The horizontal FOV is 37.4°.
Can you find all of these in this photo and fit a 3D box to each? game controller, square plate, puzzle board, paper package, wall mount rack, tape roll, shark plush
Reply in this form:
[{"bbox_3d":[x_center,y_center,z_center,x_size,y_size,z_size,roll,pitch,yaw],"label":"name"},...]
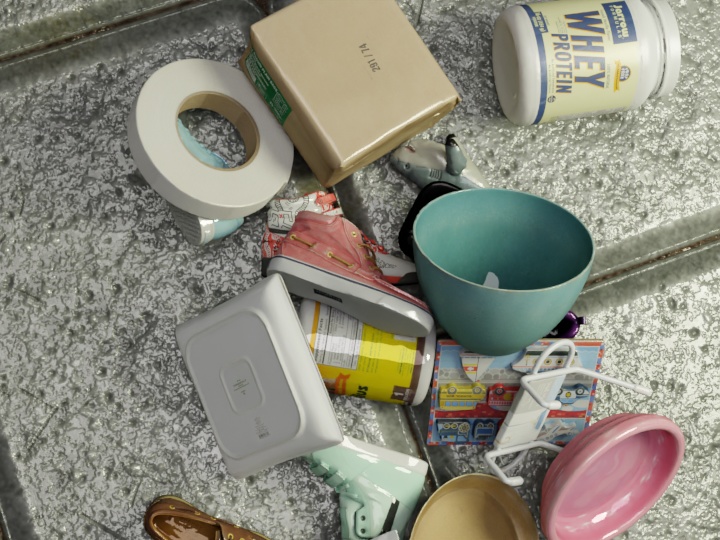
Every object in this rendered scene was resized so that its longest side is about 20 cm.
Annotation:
[{"bbox_3d":[0.148,-0.029,1.286,0.199,0.042,0.105,26,117,-7],"label":"game controller"},{"bbox_3d":[-0.126,0.128,1.211,0.028,0.199,0.199,-16,82,-49],"label":"square plate"},{"bbox_3d":[0.183,0.148,1.265,0.198,0.017,0.152,0,121,-5],"label":"puzzle board"},{"bbox_3d":[-0.017,-0.230,1.278,0.190,0.103,0.201,-33,87,-21],"label":"paper package"},{"bbox_3d":[0.236,0.177,1.239,0.173,0.075,0.201,-4,126,-38],"label":"wall mount rack"},{"bbox_3d":[-0.174,-0.156,1.258,0.202,0.037,0.204,14,59,-25],"label":"tape roll"},{"bbox_3d":[0.125,-0.086,1.329,0.083,0.091,0.200,-36,108,11],"label":"shark plush"}]

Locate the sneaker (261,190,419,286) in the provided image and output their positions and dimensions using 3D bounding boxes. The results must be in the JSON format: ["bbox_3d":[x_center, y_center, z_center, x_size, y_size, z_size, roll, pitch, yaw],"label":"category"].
[{"bbox_3d":[-0.019,-0.039,1.289,0.200,0.067,0.109,4,85,-2],"label":"sneaker"}]

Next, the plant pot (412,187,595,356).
[{"bbox_3d":[0.152,0.016,1.199,0.198,0.201,0.136,1,126,-5],"label":"plant pot"}]

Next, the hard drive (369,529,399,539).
[{"bbox_3d":[-0.039,0.363,1.201,0.199,0.135,0.043,-23,62,-7],"label":"hard drive"}]

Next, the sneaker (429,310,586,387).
[{"bbox_3d":[0.171,0.087,1.279,0.199,0.088,0.075,-22,83,-7],"label":"sneaker"}]

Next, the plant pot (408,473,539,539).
[{"bbox_3d":[0.128,0.339,1.240,0.199,0.027,0.202,5,80,-32],"label":"plant pot"}]

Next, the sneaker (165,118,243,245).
[{"bbox_3d":[-0.204,-0.126,1.293,0.082,0.074,0.201,-17,78,-37],"label":"sneaker"}]

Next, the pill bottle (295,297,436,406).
[{"bbox_3d":[-0.017,0.092,1.251,0.198,0.109,0.110,10,82,-3],"label":"pill bottle"}]

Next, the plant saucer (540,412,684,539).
[{"bbox_3d":[0.286,0.240,1.241,0.200,0.201,0.051,-34,46,-8],"label":"plant saucer"}]

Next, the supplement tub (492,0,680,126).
[{"bbox_3d":[0.273,-0.261,1.303,0.198,0.145,0.146,-9,84,-6],"label":"supplement tub"}]

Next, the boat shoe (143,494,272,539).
[{"bbox_3d":[-0.162,0.326,1.230,0.199,0.068,0.072,27,81,-1],"label":"boat shoe"}]

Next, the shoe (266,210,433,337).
[{"bbox_3d":[0.000,0.000,1.201,0.199,0.072,0.091,20,66,10],"label":"shoe"}]

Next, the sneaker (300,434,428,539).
[{"bbox_3d":[-0.027,0.255,1.245,0.199,0.074,0.119,17,76,-5],"label":"sneaker"}]
